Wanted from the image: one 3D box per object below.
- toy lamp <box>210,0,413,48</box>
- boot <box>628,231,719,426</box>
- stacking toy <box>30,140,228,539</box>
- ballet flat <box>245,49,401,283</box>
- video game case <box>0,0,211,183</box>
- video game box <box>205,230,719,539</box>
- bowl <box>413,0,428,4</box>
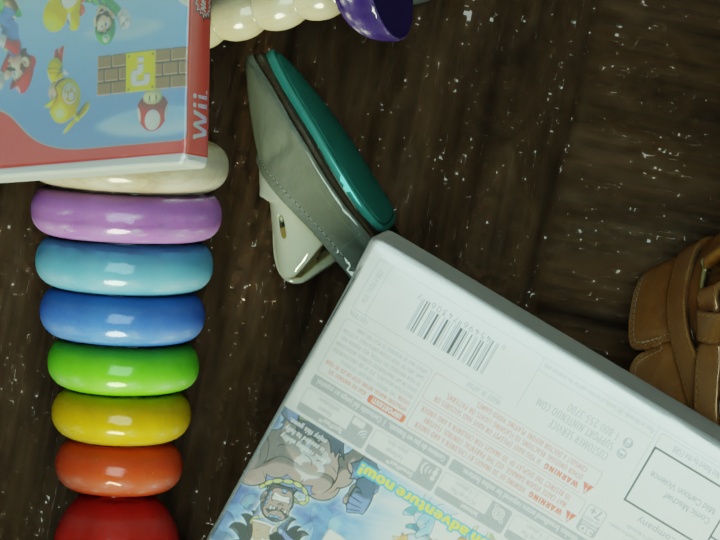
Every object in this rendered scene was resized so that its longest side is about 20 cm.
[{"bbox_3d":[-0.078,-0.098,1.237,0.199,0.058,0.059,-10,91,22],"label":"toy lamp"},{"bbox_3d":[0.177,-0.017,1.233,0.074,0.154,0.201,27,60,-29],"label":"boot"},{"bbox_3d":[-0.102,0.044,1.255,0.085,0.085,0.201,4,95,0],"label":"stacking toy"},{"bbox_3d":[0.000,0.000,1.259,0.064,0.067,0.200,-39,90,10],"label":"ballet flat"},{"bbox_3d":[-0.117,-0.138,1.206,0.143,0.017,0.201,-2,84,37],"label":"video game case"},{"bbox_3d":[0.049,0.112,1.201,0.200,0.047,0.183,31,99,6],"label":"video game box"},{"bbox_3d":[-0.043,-0.215,1.252,0.199,0.075,0.201,5,90,1],"label":"bowl"}]
